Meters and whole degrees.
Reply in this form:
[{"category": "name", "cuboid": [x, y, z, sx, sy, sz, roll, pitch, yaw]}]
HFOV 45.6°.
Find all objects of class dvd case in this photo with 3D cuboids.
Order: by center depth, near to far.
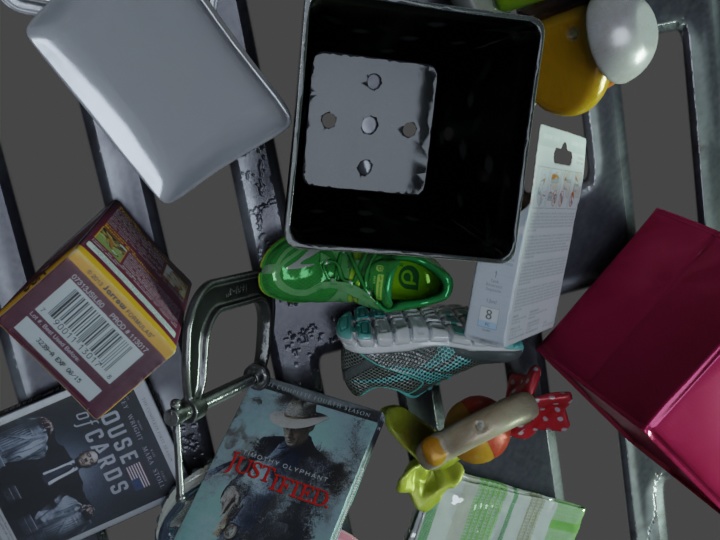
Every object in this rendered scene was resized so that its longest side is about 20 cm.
[{"category": "dvd case", "cuboid": [-0.078, 0.203, 0.798, 0.144, 0.022, 0.201, 14, 58, 21]}, {"category": "dvd case", "cuboid": [-0.283, 0.189, 0.840, 0.198, 0.025, 0.152, -23, 106, -7]}]

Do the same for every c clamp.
[{"category": "c clamp", "cuboid": [-0.124, 0.087, 0.779, 0.027, 0.200, 0.173, 4, 102, 19]}]

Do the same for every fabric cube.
[{"category": "fabric cube", "cuboid": [0.340, 0.093, 0.858, 0.200, 0.200, 0.196, -47, 116, 0]}]

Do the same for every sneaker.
[{"category": "sneaker", "cuboid": [0.000, 0.000, 0.828, 0.197, 0.083, 0.075, 3, 92, -19]}, {"category": "sneaker", "cuboid": [-0.113, 0.226, 0.840, 0.199, 0.086, 0.078, -37, 134, -2]}, {"category": "sneaker", "cuboid": [0.068, 0.088, 0.884, 0.197, 0.078, 0.092, 2, 117, -10]}]

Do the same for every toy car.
[{"category": "toy car", "cuboid": [0.191, -0.254, 0.803, 0.150, 0.174, 0.202, -35, 109, -40]}]

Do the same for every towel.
[{"category": "towel", "cuboid": [0.141, 0.306, 0.960, 0.198, 0.031, 0.151, 18, 99, -18]}]

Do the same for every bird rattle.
[{"category": "bird rattle", "cuboid": [0.122, 0.163, 0.849, 0.198, 0.163, 0.114, -17, 78, 0]}]

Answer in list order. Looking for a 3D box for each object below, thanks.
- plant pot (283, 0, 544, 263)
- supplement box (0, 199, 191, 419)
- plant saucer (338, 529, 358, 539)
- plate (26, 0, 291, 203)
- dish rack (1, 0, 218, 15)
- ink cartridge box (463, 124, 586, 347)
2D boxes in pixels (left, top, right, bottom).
[{"category": "plant pot", "cuboid": [0.026, -0.129, 0.766, 0.197, 0.177, 0.203, 4, 101, -14]}, {"category": "supplement box", "cuboid": [-0.215, 0.024, 0.728, 0.085, 0.200, 0.111, -39, 106, 4]}, {"category": "plant saucer", "cuboid": [-0.085, 0.322, 0.849, 0.198, 0.051, 0.202, -4, 132, -5]}, {"category": "plate", "cuboid": [-0.171, -0.173, 0.734, 0.200, 0.199, 0.032, 52, 44, -16]}, {"category": "dish rack", "cuboid": [-0.216, -0.301, 0.747, 0.197, 0.044, 0.174, 7, 99, -15]}, {"category": "ink cartridge box", "cuboid": [0.163, -0.036, 0.832, 0.047, 0.160, 0.203, 12, 99, 28]}]
